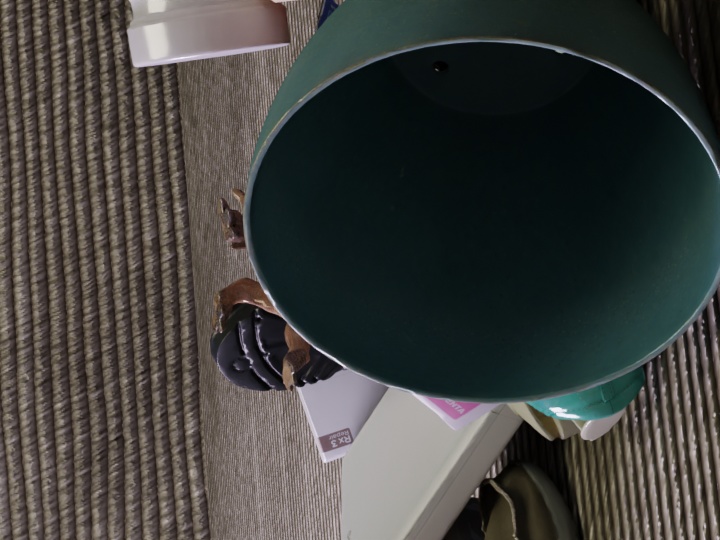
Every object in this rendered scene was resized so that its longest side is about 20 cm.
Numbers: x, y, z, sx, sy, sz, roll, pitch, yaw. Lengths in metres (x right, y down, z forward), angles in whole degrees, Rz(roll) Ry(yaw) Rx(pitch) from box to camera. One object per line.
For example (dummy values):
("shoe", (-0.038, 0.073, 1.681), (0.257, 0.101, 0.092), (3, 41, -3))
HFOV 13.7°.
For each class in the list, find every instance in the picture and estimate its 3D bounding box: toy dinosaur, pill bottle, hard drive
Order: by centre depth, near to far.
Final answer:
("toy dinosaur", (0.000, 0.000, 1.591), (0.200, 0.135, 0.086), (-155, 59, -64))
("hard drive", (0.042, 0.086, 1.638), (0.132, 0.027, 0.200), (-90, 24, -48))
("pill bottle", (-0.102, -0.223, 1.748), (0.116, 0.115, 0.201), (-170, 70, -81))

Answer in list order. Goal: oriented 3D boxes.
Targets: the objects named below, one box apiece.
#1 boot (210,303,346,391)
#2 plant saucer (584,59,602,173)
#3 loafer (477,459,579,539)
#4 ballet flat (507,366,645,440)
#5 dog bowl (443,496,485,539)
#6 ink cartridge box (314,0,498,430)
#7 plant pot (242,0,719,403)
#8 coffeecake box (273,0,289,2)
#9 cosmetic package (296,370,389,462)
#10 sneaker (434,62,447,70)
("boot", (-0.013, -0.033, 1.729), (0.073, 0.198, 0.163), (58, -176, -43))
("plant saucer", (0.102, -0.089, 1.430), (0.200, 0.036, 0.202), (177, 90, -81))
("loafer", (0.079, 0.190, 1.546), (0.075, 0.069, 0.201), (102, 164, -59))
("ballet flat", (0.093, 0.050, 1.449), (0.200, 0.067, 0.071), (170, 79, -84))
("dog bowl", (0.066, 0.221, 1.683), (0.200, 0.058, 0.202), (178, 90, -82))
("ink cartridge box", (0.023, -0.037, 1.406), (0.042, 0.119, 0.201), (-32, 35, 31))
("plant pot", (0.055, -0.062, 1.266), (0.135, 0.199, 0.201), (-85, 1, -46))
("coffeecake box", (-0.027, -0.196, 1.593), (0.200, 0.153, 0.074), (4, -97, -64))
("cosmetic package", (0.005, 0.028, 1.823), (0.200, 0.112, 0.082), (-116, 7, -68))
("sneaker", (0.020, -0.084, 1.580), (0.200, 0.069, 0.091), (-118, 26, -84))
